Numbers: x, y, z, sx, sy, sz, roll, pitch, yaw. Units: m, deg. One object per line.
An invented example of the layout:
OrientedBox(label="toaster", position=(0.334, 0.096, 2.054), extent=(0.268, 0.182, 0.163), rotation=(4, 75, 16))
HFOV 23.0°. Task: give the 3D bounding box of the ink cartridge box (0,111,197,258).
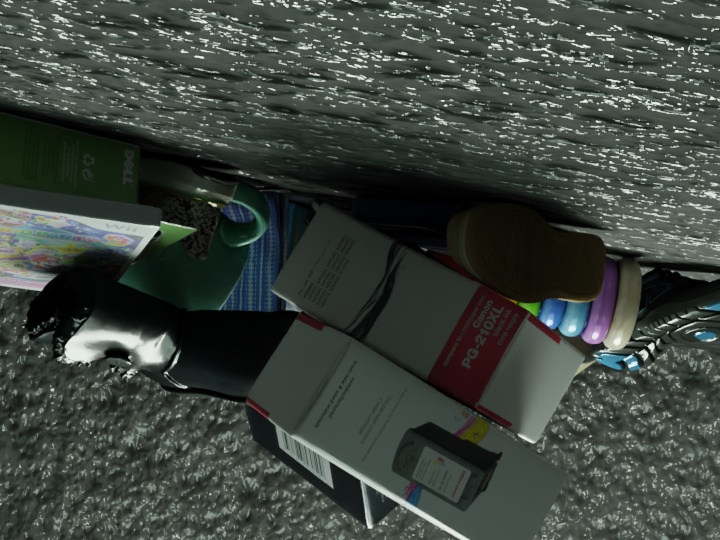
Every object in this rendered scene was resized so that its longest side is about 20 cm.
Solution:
OrientedBox(label="ink cartridge box", position=(-0.234, -0.065, 1.361), extent=(0.199, 0.060, 0.104), rotation=(12, 159, -30))

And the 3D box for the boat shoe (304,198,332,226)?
OrientedBox(label="boat shoe", position=(0.000, 0.000, 1.608), extent=(0.074, 0.060, 0.200), rotation=(48, -175, 35))

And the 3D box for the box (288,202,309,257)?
OrientedBox(label="box", position=(-0.065, -0.017, 1.744), extent=(0.049, 0.083, 0.200), rotation=(8, 177, 15))

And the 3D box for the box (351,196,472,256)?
OrientedBox(label="box", position=(0.080, -0.031, 1.466), extent=(0.200, 0.033, 0.121), rotation=(13, 175, -44))

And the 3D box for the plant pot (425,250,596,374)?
OrientedBox(label="plant pot", position=(0.147, 0.057, 1.772), extent=(0.187, 0.188, 0.200), rotation=(12, 164, -37))

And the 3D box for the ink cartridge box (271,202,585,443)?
OrientedBox(label="ink cartridge box", position=(0.052, 0.040, 1.359), extent=(0.200, 0.085, 0.145), rotation=(29, 177, 28))

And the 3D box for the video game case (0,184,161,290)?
OrientedBox(label="video game case", position=(-0.246, -0.020, 1.372), extent=(0.143, 0.018, 0.200), rotation=(8, 161, -18))

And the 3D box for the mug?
OrientedBox(label="mug", position=(-0.180, -0.022, 1.557), extent=(0.114, 0.185, 0.152), rotation=(41, 175, -24))

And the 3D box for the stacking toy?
OrientedBox(label="stacking toy", position=(0.149, 0.014, 1.602), extent=(0.199, 0.086, 0.085), rotation=(11, 177, -2))

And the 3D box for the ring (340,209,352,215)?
OrientedBox(label="ring", position=(0.057, -0.031, 1.690), extent=(0.200, 0.019, 0.200), rotation=(9, 177, 0))

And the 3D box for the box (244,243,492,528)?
OrientedBox(label="box", position=(0.021, 0.091, 1.500), extent=(0.148, 0.200, 0.107), rotation=(32, 147, 33))

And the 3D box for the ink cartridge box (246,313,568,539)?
OrientedBox(label="ink cartridge box", position=(0.030, 0.122, 1.295), extent=(0.200, 0.086, 0.148), rotation=(32, 175, -18))

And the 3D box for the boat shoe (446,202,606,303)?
OrientedBox(label="boat shoe", position=(0.115, -0.010, 1.360), extent=(0.069, 0.074, 0.200), rotation=(5, 173, 36))

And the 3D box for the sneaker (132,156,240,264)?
OrientedBox(label="sneaker", position=(-0.199, -0.052, 1.462), extent=(0.199, 0.089, 0.077), rotation=(9, 177, 26))

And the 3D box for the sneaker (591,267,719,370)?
OrientedBox(label="sneaker", position=(0.288, 0.028, 1.634), extent=(0.073, 0.082, 0.200), rotation=(23, 151, -32))

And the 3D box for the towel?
OrientedBox(label="towel", position=(-0.116, -0.001, 1.625), extent=(0.024, 0.145, 0.200), rotation=(1, 180, -26))

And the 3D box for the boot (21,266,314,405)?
OrientedBox(label="boot", position=(-0.152, 0.051, 1.398), extent=(0.168, 0.077, 0.200), rotation=(23, 160, -40))

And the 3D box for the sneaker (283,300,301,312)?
OrientedBox(label="sneaker", position=(-0.060, 0.052, 1.648), extent=(0.115, 0.074, 0.200), rotation=(-32, 168, 12))
